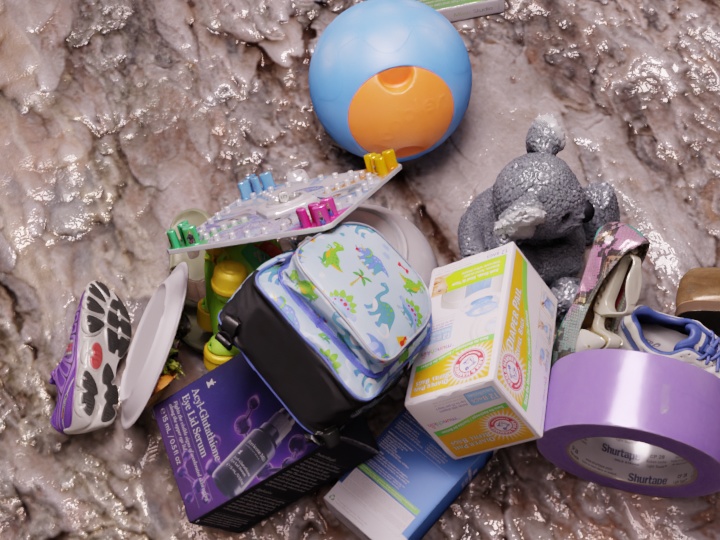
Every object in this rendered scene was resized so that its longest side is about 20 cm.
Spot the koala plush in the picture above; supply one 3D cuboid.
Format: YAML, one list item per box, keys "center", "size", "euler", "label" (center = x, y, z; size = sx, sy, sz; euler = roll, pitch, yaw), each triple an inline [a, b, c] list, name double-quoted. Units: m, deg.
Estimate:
- center: [0.197, -0.066, 1.433]
  size: [0.184, 0.200, 0.178]
  euler: [16, 67, 14]
  label: "koala plush"

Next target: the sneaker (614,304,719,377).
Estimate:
- center: [0.379, 0.101, 1.393]
  size: [0.200, 0.088, 0.075]
  euler: [19, 65, 14]
  label: "sneaker"

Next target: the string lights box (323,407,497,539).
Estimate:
- center: [0.065, 0.216, 1.385]
  size: [0.103, 0.059, 0.200]
  euler: [38, 73, 22]
  label: "string lights box"

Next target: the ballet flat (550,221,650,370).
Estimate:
- center: [0.270, 0.046, 1.393]
  size: [0.071, 0.069, 0.200]
  euler: [30, 105, 50]
  label: "ballet flat"

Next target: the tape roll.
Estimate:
- center: [0.289, 0.162, 1.308]
  size: [0.200, 0.200, 0.085]
  euler: [11, 66, 12]
  label: "tape roll"

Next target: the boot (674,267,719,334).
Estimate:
- center: [0.463, 0.033, 1.432]
  size: [0.200, 0.074, 0.076]
  euler: [5, 54, 11]
  label: "boot"

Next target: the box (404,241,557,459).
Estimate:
- center: [0.132, 0.085, 1.335]
  size: [0.112, 0.101, 0.200]
  euler: [-20, 37, 32]
  label: "box"

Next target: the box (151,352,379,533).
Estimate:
- center: [-0.104, 0.173, 1.365]
  size: [0.200, 0.104, 0.148]
  euler: [-33, 61, 15]
  label: "box"

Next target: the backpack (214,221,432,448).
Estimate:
- center: [-0.016, 0.043, 1.272]
  size: [0.183, 0.147, 0.200]
  euler: [48, 34, 2]
  label: "backpack"

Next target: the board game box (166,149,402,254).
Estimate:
- center: [-0.081, -0.076, 1.339]
  size: [0.200, 0.026, 0.200]
  euler: [-7, 19, 28]
  label: "board game box"

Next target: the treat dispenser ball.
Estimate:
- center: [0.036, -0.233, 1.536]
  size: [0.201, 0.201, 0.201]
  euler: [-3, 63, 5]
  label: "treat dispenser ball"

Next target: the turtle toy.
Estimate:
- center: [-0.129, 0.017, 1.422]
  size: [0.101, 0.146, 0.200]
  euler: [1, 37, -14]
  label: "turtle toy"

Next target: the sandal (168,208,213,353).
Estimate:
- center: [-0.200, 0.010, 1.518]
  size: [0.080, 0.057, 0.201]
  euler: [-16, 65, -1]
  label: "sandal"

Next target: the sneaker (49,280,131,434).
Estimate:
- center: [-0.331, 0.100, 1.481]
  size: [0.083, 0.081, 0.200]
  euler: [-18, 48, 28]
  label: "sneaker"

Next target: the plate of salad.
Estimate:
- center: [-0.226, 0.087, 1.424]
  size: [0.048, 0.200, 0.200]
  euler: [20, 64, -17]
  label: "plate of salad"

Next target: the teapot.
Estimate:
- center: [0.000, 0.000, 1.453]
  size: [0.200, 0.146, 0.198]
  euler: [7, 65, 9]
  label: "teapot"

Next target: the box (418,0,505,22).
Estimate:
- center: [0.109, -0.427, 1.720]
  size: [0.144, 0.036, 0.200]
  euler: [-10, 61, 1]
  label: "box"
